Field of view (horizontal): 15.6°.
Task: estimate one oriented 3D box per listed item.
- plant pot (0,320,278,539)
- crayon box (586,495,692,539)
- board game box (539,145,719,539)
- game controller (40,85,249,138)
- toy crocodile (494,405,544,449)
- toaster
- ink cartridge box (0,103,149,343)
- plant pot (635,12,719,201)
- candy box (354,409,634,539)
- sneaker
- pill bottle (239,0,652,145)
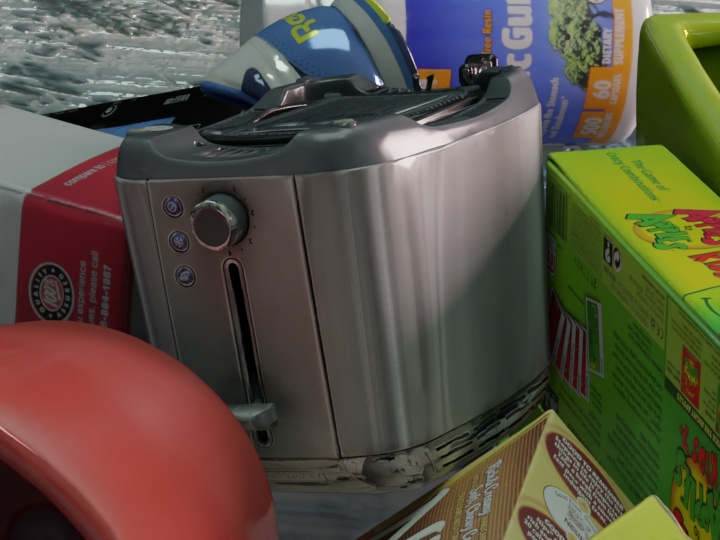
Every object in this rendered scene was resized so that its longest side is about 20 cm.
[{"bbox_3d":[-0.116,0.104,0.782,0.200,0.201,0.177,10,15,12],"label":"plant pot"},{"bbox_3d":[0.086,0.172,0.659,0.127,0.051,0.200,-32,70,-16],"label":"crayon box"},{"bbox_3d":[0.113,0.038,0.889,0.048,0.102,0.200,-5,22,-13],"label":"board game box"},{"bbox_3d":[-0.124,-0.033,1.127,0.200,0.042,0.104,-5,51,46],"label":"game controller"},{"bbox_3d":[0.079,0.092,0.972,0.067,0.062,0.200,5,25,2],"label":"toy crocodile"},{"bbox_3d":[0.000,0.000,0.928,0.113,0.129,0.200,0,12,26],"label":"toaster"},{"bbox_3d":[-0.153,0.014,0.999,0.200,0.148,0.086,18,25,25],"label":"ink cartridge box"},{"bbox_3d":[0.211,0.019,1.012,0.199,0.182,0.200,1,25,-8],"label":"plant pot"},{"bbox_3d":[0.016,0.132,0.810,0.055,0.115,0.200,50,25,-9],"label":"candy box"},{"bbox_3d":[-0.002,-0.009,1.052,0.082,0.200,0.074,-20,2,-13],"label":"sneaker"},{"bbox_3d":[0.041,-0.120,1.365,0.200,0.112,0.112,-1,25,-12],"label":"pill bottle"}]
